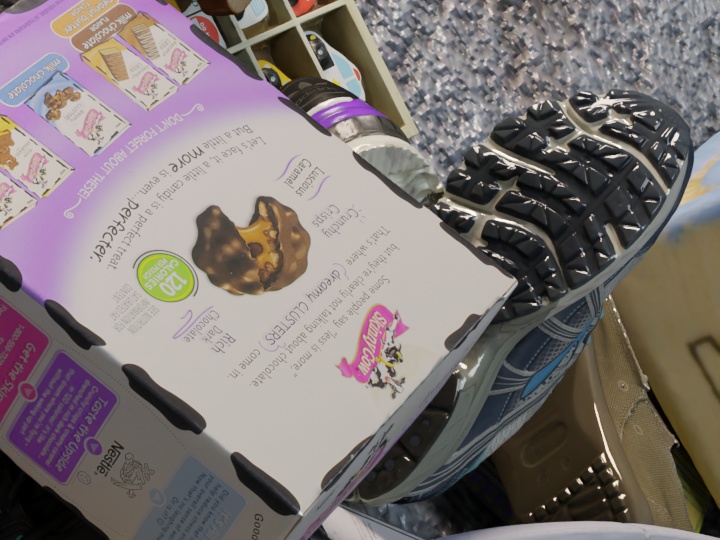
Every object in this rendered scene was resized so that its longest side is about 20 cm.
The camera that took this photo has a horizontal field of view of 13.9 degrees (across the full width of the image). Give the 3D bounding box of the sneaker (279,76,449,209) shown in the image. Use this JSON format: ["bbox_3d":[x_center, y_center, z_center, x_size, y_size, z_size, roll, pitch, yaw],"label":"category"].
[{"bbox_3d":[0.000,0.000,1.233,0.070,0.100,0.200,-23,134,-16],"label":"sneaker"}]

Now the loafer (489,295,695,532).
[{"bbox_3d":[0.092,0.066,1.278,0.067,0.076,0.200,30,38,-46],"label":"loafer"}]

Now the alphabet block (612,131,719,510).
[{"bbox_3d":[0.258,0.013,1.392,0.200,0.196,0.195,60,36,-6],"label":"alphabet block"}]

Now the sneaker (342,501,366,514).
[{"bbox_3d":[-0.035,0.079,1.198,0.200,0.070,0.080,46,45,-19],"label":"sneaker"}]

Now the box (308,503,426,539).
[{"bbox_3d":[0.014,0.147,1.115,0.200,0.060,0.117,24,15,-24],"label":"box"}]

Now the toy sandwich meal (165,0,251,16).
[{"bbox_3d":[-0.089,-0.182,1.165,0.205,0.070,0.205,1,90,-73],"label":"toy sandwich meal"}]

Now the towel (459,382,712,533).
[{"bbox_3d":[0.092,0.070,1.355,0.200,0.023,0.144,44,49,-20],"label":"towel"}]

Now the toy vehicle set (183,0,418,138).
[{"bbox_3d":[-0.064,-0.125,1.284,0.124,0.027,0.200,-30,94,-45],"label":"toy vehicle set"}]

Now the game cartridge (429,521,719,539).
[{"bbox_3d":[0.050,0.158,1.044,0.200,0.041,0.133,-9,88,-25],"label":"game cartridge"}]

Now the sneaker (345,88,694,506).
[{"bbox_3d":[0.059,0.012,1.172,0.078,0.200,0.086,47,9,26],"label":"sneaker"}]

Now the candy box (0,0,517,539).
[{"bbox_3d":[-0.070,0.001,1.022,0.200,0.072,0.168,39,39,6],"label":"candy box"}]

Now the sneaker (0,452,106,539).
[{"bbox_3d":[-0.124,0.072,1.041,0.075,0.200,0.079,-34,139,-21],"label":"sneaker"}]
